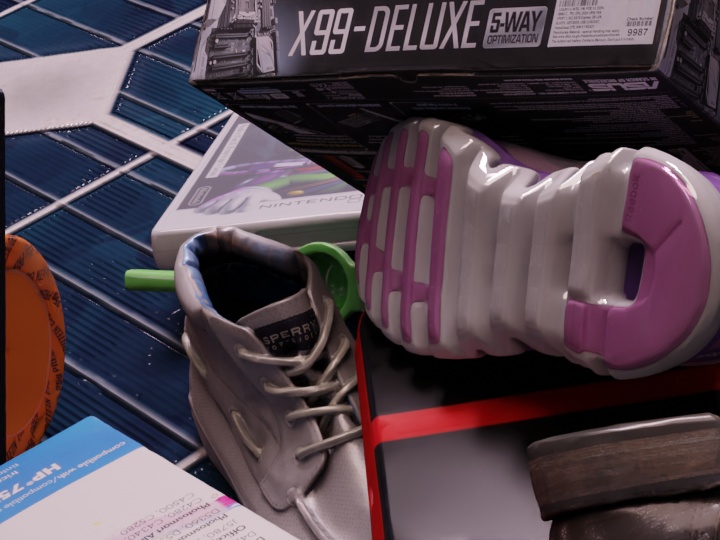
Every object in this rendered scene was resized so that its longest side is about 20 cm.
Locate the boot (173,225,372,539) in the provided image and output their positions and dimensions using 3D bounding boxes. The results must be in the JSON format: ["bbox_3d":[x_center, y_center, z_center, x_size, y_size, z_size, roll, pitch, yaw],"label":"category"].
[{"bbox_3d":[-0.022,0.055,0.736,0.073,0.096,0.200,-24,33,-19],"label":"boot"}]

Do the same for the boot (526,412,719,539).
[{"bbox_3d":[0.136,0.124,0.532,0.199,0.175,0.069,-8,-11,13],"label":"boot"}]

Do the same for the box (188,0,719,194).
[{"bbox_3d":[0.062,-0.062,0.722,0.200,0.158,0.050,2,73,37],"label":"box"}]

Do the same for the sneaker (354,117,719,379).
[{"bbox_3d":[0.074,-0.005,0.654,0.088,0.081,0.200,3,6,-34],"label":"sneaker"}]

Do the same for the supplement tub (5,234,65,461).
[{"bbox_3d":[-0.235,0.031,0.825,0.199,0.123,0.123,0,33,21],"label":"supplement tub"}]

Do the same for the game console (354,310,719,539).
[{"bbox_3d":[0.100,0.053,0.648,0.199,0.031,0.177,-8,32,2],"label":"game console"}]

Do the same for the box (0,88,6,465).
[{"bbox_3d":[-0.231,0.030,0.703,0.181,0.201,0.104,-1,-3,19],"label":"box"}]

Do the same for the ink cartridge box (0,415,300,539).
[{"bbox_3d":[-0.047,0.131,0.578,0.067,0.117,0.200,-28,25,-25],"label":"ink cartridge box"}]

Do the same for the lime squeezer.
[{"bbox_3d":[0.000,0.000,0.829,0.199,0.038,0.071,-3,24,-8],"label":"lime squeezer"}]

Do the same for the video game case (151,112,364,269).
[{"bbox_3d":[0.009,-0.054,0.937,0.181,0.023,0.200,-5,20,11],"label":"video game case"}]
